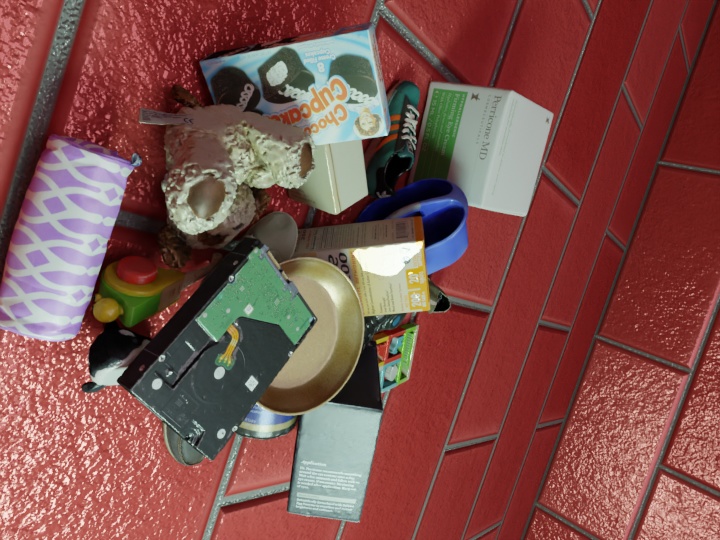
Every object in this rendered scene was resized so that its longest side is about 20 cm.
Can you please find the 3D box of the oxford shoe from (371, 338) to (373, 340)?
[{"bbox_3d":[-0.019,0.118,0.955,0.084,0.072,0.203,1,94,-49],"label":"oxford shoe"}]

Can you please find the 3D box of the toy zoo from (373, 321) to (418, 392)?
[{"bbox_3d":[0.045,0.187,1.104,0.199,0.020,0.133,-11,115,-50],"label":"toy zoo"}]

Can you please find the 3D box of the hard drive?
[{"bbox_3d":[-0.143,0.082,0.592,0.201,0.038,0.140,-53,134,-25],"label":"hard drive"}]

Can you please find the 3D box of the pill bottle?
[{"bbox_3d":[-0.131,0.124,0.776,0.111,0.111,0.203,-8,113,-49],"label":"pill bottle"}]

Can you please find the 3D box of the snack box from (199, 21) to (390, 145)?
[{"bbox_3d":[-0.072,-0.203,0.628,0.037,0.197,0.117,-74,155,-52],"label":"snack box"}]

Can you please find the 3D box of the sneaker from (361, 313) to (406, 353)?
[{"bbox_3d":[0.015,0.064,0.884,0.199,0.082,0.074,-28,142,-43],"label":"sneaker"}]

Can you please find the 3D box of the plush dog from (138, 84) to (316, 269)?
[{"bbox_3d":[-0.169,-0.095,0.619,0.200,0.160,0.173,-36,157,-45],"label":"plush dog"}]

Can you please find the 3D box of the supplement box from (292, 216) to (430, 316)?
[{"bbox_3d":[0.000,0.000,0.813,0.074,0.197,0.127,-86,168,-55],"label":"supplement box"}]

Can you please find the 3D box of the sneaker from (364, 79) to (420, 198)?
[{"bbox_3d":[0.064,-0.210,0.887,0.071,0.079,0.202,23,88,-53],"label":"sneaker"}]

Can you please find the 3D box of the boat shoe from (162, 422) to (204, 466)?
[{"bbox_3d":[-0.212,0.176,0.730,0.074,0.073,0.203,-6,111,-50],"label":"boat shoe"}]

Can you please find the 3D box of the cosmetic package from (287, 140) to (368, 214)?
[{"bbox_3d":[-0.057,-0.188,0.728,0.073,0.103,0.202,-37,132,-34],"label":"cosmetic package"}]

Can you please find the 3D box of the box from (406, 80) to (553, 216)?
[{"bbox_3d":[0.221,-0.219,1.006,0.199,0.170,0.202,-2,108,-51],"label":"box"}]

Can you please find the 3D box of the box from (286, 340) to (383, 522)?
[{"bbox_3d":[-0.040,0.236,0.855,0.197,0.116,0.203,-93,-167,-69],"label":"box"}]

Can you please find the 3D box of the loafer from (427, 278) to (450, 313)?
[{"bbox_3d":[0.125,0.042,1.096,0.199,0.069,0.076,20,91,-54],"label":"loafer"}]

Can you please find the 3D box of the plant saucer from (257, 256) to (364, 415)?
[{"bbox_3d":[-0.082,0.083,0.707,0.198,0.035,0.203,-5,97,-38],"label":"plant saucer"}]

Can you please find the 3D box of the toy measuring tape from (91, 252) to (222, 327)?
[{"bbox_3d":[-0.239,0.007,0.635,0.200,0.073,0.075,-47,145,-63],"label":"toy measuring tape"}]

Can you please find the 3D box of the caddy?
[{"bbox_3d":[0.085,-0.070,0.903,0.198,0.142,0.105,-25,142,5],"label":"caddy"}]

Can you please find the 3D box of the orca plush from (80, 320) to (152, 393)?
[{"bbox_3d":[-0.255,0.082,0.617,0.104,0.072,0.200,-27,171,4],"label":"orca plush"}]

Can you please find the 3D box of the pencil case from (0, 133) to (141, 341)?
[{"bbox_3d":[-0.288,-0.033,0.533,0.083,0.085,0.202,20,91,-19],"label":"pencil case"}]

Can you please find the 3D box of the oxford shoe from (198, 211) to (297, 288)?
[{"bbox_3d":[-0.141,-0.011,0.708,0.201,0.075,0.058,-54,173,-36],"label":"oxford shoe"}]
